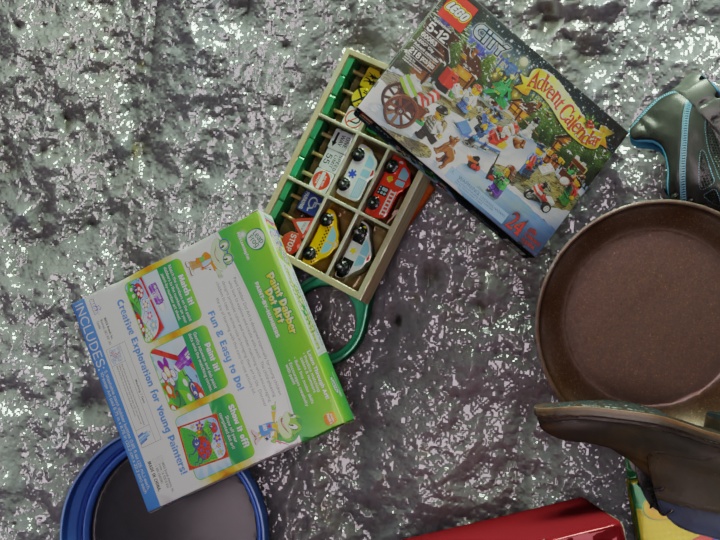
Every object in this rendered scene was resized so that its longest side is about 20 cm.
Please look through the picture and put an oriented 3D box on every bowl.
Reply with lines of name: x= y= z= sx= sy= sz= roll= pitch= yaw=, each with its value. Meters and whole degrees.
bowl: x=-0.178 y=0.244 z=0.912 sx=0.197 sy=0.039 sz=0.204 roll=-1 pitch=85 yaw=11

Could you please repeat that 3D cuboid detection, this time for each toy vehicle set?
toy vehicle set: x=-0.003 y=-0.087 z=0.899 sx=0.123 sy=0.026 sz=0.202 roll=26 pitch=88 yaw=20

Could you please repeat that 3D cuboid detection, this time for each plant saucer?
plant saucer: x=0.241 y=0.042 z=0.809 sx=0.197 sy=0.037 sz=0.204 roll=1 pitch=99 yaw=5

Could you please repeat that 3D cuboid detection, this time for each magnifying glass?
magnifying glass: x=0.000 y=0.000 z=0.906 sx=0.079 sy=0.022 sz=0.201 roll=37 pitch=91 yaw=16

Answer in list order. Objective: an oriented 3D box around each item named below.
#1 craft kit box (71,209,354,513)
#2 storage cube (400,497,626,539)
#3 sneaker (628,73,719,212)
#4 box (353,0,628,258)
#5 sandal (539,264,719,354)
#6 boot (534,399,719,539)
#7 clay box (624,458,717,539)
craft kit box: x=-0.132 y=0.080 z=0.874 sx=0.195 sy=0.048 sz=0.202 roll=-25 pitch=81 yaw=12
storage cube: x=0.123 y=0.287 z=0.774 sx=0.177 sy=0.200 sz=0.174 roll=-14 pitch=82 yaw=3
sneaker: x=0.304 y=-0.064 z=0.833 sx=0.081 sy=0.073 sz=0.202 roll=-32 pitch=70 yaw=10
box: x=0.112 y=-0.127 z=0.852 sx=0.199 sy=0.038 sz=0.137 roll=38 pitch=87 yaw=-5
sandal: x=0.252 y=0.033 z=0.849 sx=0.197 sy=0.043 sz=0.077 roll=1 pitch=94 yaw=6
boot: x=0.230 y=0.155 z=0.768 sx=0.197 sy=0.075 sz=0.099 roll=7 pitch=90 yaw=3
clay box: x=0.289 y=0.240 z=0.816 sx=0.113 sy=0.048 sz=0.203 roll=-9 pitch=84 yaw=9
